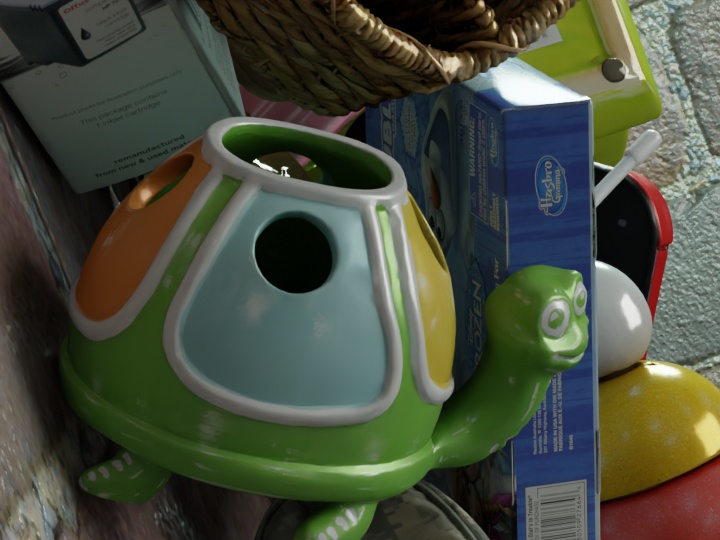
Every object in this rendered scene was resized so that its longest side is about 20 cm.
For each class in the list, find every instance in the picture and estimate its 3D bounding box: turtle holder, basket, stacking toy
[{"bbox_3d":[-0.017,0.023,1.129,0.141,0.185,0.132,-36,144,-66],"label":"turtle holder"},{"bbox_3d":[0.008,-0.168,1.170,0.200,0.148,0.143,57,40,-28],"label":"basket"},{"bbox_3d":[0.129,0.089,1.284,0.146,0.145,0.201,-61,133,-79],"label":"stacking toy"}]

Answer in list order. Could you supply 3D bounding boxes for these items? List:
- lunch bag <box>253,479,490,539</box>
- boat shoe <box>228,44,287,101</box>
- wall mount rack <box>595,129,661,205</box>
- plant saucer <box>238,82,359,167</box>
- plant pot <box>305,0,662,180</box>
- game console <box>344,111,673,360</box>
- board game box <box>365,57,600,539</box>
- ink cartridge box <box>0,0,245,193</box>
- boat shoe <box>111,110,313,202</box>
[{"bbox_3d":[0.028,0.193,1.216,0.168,0.139,0.200,-105,174,-47],"label":"lunch bag"},{"bbox_3d":[-0.045,-0.174,1.342,0.071,0.064,0.201,-25,105,-40],"label":"boat shoe"},{"bbox_3d":[0.136,0.022,1.418,0.200,0.075,0.174,46,28,1],"label":"wall mount rack"},{"bbox_3d":[-0.018,-0.096,1.482,0.051,0.200,0.201,46,10,-2],"label":"plant saucer"},{"bbox_3d":[0.052,-0.128,1.733,0.201,0.198,0.181,70,-22,9],"label":"plant pot"},{"bbox_3d":[0.061,0.017,1.545,0.031,0.199,0.178,-1,106,-54],"label":"game console"},{"bbox_3d":[0.048,0.006,1.279,0.199,0.043,0.201,-137,-137,-69],"label":"board game box"},{"bbox_3d":[-0.126,-0.152,1.215,0.200,0.085,0.147,58,14,-52],"label":"ink cartridge box"},{"bbox_3d":[-0.088,-0.057,1.332,0.071,0.069,0.200,23,17,-33],"label":"boat shoe"}]
